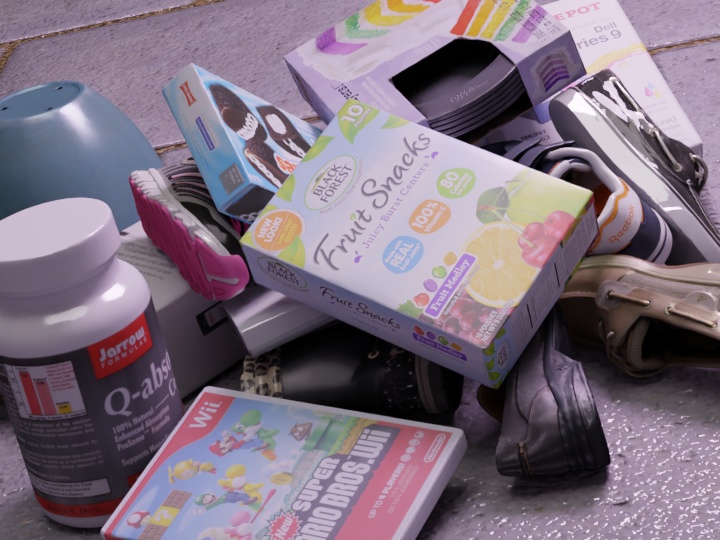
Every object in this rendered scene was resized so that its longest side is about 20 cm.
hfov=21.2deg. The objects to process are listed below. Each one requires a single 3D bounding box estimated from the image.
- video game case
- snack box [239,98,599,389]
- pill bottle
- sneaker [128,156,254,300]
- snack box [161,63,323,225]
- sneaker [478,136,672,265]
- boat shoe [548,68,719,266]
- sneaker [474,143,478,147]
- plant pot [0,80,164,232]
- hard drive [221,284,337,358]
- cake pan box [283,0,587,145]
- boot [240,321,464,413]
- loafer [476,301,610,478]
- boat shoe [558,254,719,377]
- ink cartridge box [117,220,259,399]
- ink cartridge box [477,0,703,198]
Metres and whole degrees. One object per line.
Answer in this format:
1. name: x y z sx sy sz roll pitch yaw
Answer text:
1. video game case: -0.049 0.140 1.229 0.199 0.017 0.143 7 43 29
2. snack box: 0.040 -0.022 1.299 0.199 0.053 0.142 23 62 27
3. pill bottle: -0.188 0.062 1.298 0.115 0.201 0.116 -11 25 5
4. sneaker: -0.107 -0.042 1.434 0.087 0.074 0.200 -25 26 -14
5. snack box: -0.058 -0.074 1.445 0.037 0.200 0.116 -38 60 19
6. sneaker: 0.135 -0.060 1.407 0.200 0.079 0.079 25 81 44
7. boat shoe: 0.222 -0.070 1.425 0.064 0.071 0.200 -32 69 -12
8. sneaker: 0.068 -0.089 1.636 0.072 0.085 0.200 -5 28 15
9. plant pot: -0.279 -0.095 1.764 0.199 0.135 0.200 -11 24 5
10. hard drive: 0.000 0.000 1.389 0.199 0.026 0.132 -26 11 -6
11. cake pan box: 0.056 -0.158 1.510 0.184 0.052 0.200 -32 37 -3
12. boot: -0.002 0.050 1.387 0.153 0.074 0.204 -12 23 10
13. loafer: 0.111 0.071 1.287 0.072 0.073 0.200 -17 23 3
14. boat shoe: 0.193 0.036 1.320 0.199 0.072 0.065 1 48 45
15. ink cartridge box: -0.144 0.020 1.506 0.146 0.085 0.200 13 36 43
16. ink cartridge box: 0.172 -0.121 1.559 0.145 0.088 0.200 -16 49 -6
